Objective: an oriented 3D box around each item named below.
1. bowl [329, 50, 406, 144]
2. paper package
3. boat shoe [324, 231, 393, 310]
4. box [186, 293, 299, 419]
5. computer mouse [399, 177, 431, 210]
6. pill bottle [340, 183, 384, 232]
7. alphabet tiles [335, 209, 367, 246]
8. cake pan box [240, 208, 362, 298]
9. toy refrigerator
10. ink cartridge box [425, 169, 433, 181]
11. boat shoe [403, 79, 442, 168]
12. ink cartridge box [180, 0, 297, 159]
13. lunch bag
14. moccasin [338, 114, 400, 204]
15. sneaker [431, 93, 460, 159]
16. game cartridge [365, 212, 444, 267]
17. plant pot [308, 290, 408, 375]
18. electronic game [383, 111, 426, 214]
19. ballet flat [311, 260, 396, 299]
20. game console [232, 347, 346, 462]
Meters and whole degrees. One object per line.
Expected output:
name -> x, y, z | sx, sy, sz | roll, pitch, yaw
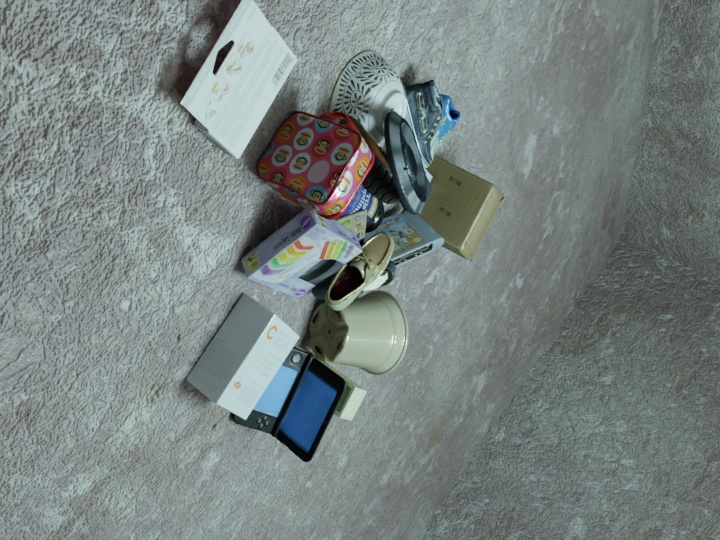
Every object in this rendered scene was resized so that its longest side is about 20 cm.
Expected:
bowl -> 0.033, -0.331, 1.432 | 0.199, 0.093, 0.205 | -37, 141, -37
paper package -> 0.234, -0.158, 1.782 | 0.194, 0.197, 0.103 | -61, 150, -1
boat shoe -> 0.000, 0.000, 1.481 | 0.202, 0.073, 0.066 | -52, 172, -6
box -> -0.231, 0.172, 1.405 | 0.203, 0.096, 0.125 | -56, 149, -11
computer mouse -> 0.118, -0.191, 1.646 | 0.141, 0.052, 0.199 | -62, 150, -2
pill bottle -> -0.025, -0.150, 1.464 | 0.114, 0.110, 0.199 | -61, 150, -1
alphabet tiles -> -0.066, -0.044, 1.480 | 0.163, 0.008, 0.202 | -21, 153, -14
cake pan box -> -0.112, -0.030, 1.397 | 0.182, 0.053, 0.199 | -33, 154, 15
toy refrigerator -> -0.089, 0.250, 1.590 | 0.077, 0.197, 0.070 | -59, 149, -1
ink cartridge box -> 0.106, -0.223, 1.690 | 0.101, 0.039, 0.199 | -62, 149, -2
boat shoe -> 0.149, -0.323, 1.573 | 0.072, 0.088, 0.203 | -84, 157, -49
ink cartridge box -> -0.200, -0.309, 1.123 | 0.203, 0.044, 0.176 | -60, 151, -7
lunch bag -> -0.076, -0.203, 1.254 | 0.179, 0.197, 0.082 | -58, 145, -5
moccasin -> 0.019, -0.218, 1.398 | 0.201, 0.073, 0.079 | 46, 31, -23
sneaker -> 0.180, -0.327, 1.647 | 0.203, 0.102, 0.077 | 80, 28, -46
game cartridge -> 0.084, -0.073, 1.662 | 0.196, 0.134, 0.042 | -23, 144, -27
plant pot -> -0.017, 0.147, 1.659 | 0.181, 0.199, 0.206 | 5, 110, -47
electronic game -> 0.087, -0.211, 1.382 | 0.199, 0.040, 0.206 | -14, 91, -72
ballet flat -> -0.013, 0.027, 1.542 | 0.194, 0.074, 0.074 | -17, 140, -1
game console -> -0.156, 0.281, 1.522 | 0.173, 0.116, 0.204 | 24, 95, -28
